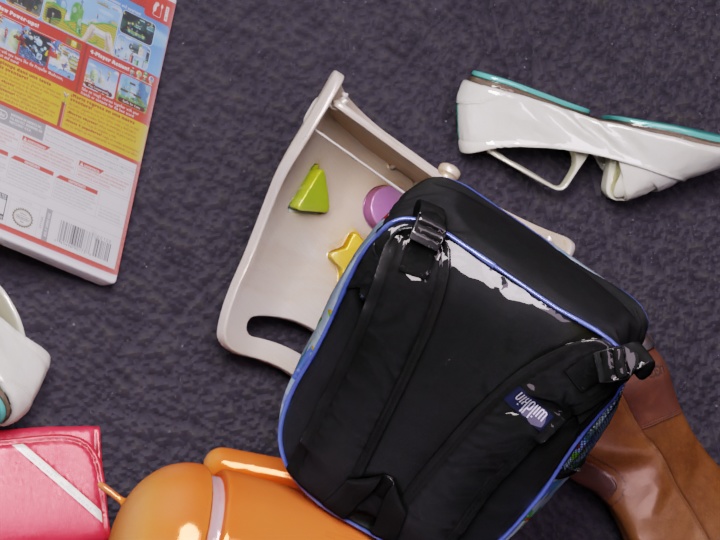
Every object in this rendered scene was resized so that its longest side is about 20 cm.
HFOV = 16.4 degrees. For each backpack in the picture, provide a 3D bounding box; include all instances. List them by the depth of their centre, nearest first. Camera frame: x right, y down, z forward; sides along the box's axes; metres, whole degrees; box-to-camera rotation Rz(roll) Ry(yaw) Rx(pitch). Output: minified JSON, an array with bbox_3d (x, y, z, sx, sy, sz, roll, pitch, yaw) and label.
[{"bbox_3d":[0.060,0.065,1.509,0.183,0.147,0.200,33,113,4],"label":"backpack"}]

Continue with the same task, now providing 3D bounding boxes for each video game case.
[{"bbox_3d":[-0.192,-0.107,1.575,0.143,0.017,0.200,24,69,-39],"label":"video game case"}]

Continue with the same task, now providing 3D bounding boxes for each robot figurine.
[{"bbox_3d":[-0.069,0.183,1.531,0.200,0.117,0.144,16,85,-14],"label":"robot figurine"}]

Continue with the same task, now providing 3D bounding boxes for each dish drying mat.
[{"bbox_3d":[-0.255,0.138,1.533,0.200,0.018,0.077,-3,80,-18],"label":"dish drying mat"}]

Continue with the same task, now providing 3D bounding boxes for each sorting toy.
[{"bbox_3d":[0.000,0.000,1.607,0.200,0.107,0.180,35,83,-19],"label":"sorting toy"}]

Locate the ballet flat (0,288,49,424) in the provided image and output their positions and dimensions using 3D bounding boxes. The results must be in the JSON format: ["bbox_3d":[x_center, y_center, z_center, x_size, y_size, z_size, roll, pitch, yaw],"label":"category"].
[{"bbox_3d":[-0.266,0.007,1.533,0.069,0.069,0.200,-44,98,-21],"label":"ballet flat"}]

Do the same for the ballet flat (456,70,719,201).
[{"bbox_3d":[0.157,-0.082,1.694,0.200,0.069,0.069,14,74,-10],"label":"ballet flat"}]

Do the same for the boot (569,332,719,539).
[{"bbox_3d":[0.157,0.152,1.649,0.188,0.068,0.200,-34,97,-29],"label":"boot"}]
